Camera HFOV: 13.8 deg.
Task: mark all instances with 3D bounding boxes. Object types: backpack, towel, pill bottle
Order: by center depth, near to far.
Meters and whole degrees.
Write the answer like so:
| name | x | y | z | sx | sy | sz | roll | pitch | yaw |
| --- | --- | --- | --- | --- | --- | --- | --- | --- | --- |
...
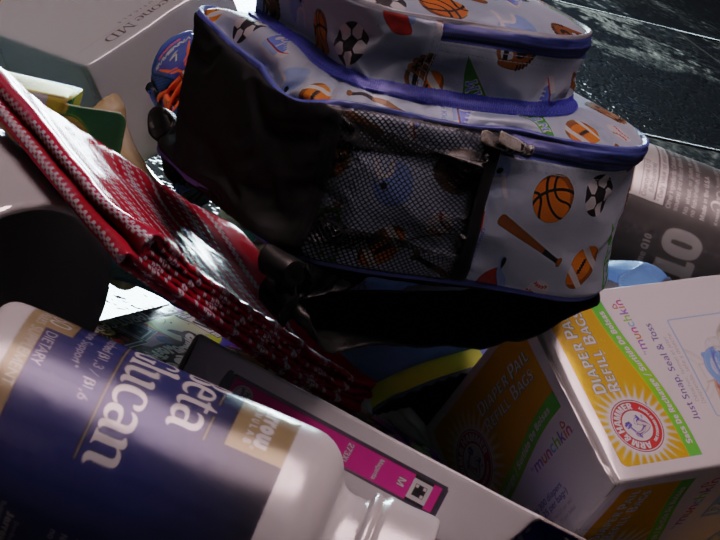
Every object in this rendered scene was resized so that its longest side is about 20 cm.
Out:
| name | x | y | z | sx | sy | sz | roll | pitch | yaw |
| --- | --- | --- | --- | --- | --- | --- | --- | --- | --- |
| pill bottle | -0.074 | 0.099 | 1.204 | 0.199 | 0.111 | 0.111 | 23 | 18 | 0 |
| towel | -0.080 | -0.014 | 1.299 | 0.145 | 0.022 | 0.200 | 47 | 6 | 37 |
| backpack | 0.026 | -0.058 | 1.305 | 0.190 | 0.155 | 0.200 | 16 | 17 | -27 |
| pill bottle | 0.162 | -0.026 | 1.844 | 0.199 | 0.113 | 0.113 | 19 | 18 | -9 |

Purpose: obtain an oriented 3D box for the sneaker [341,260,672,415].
| name | x | y | z | sx | sy | sz | roll | pitch | yaw |
| --- | --- | --- | --- | --- | --- | --- | --- | --- | --- |
| sneaker | 0.071 | 0.009 | 1.442 | 0.200 | 0.066 | 0.079 | -14 | 76 | -37 |

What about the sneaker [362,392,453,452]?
| name | x | y | z | sx | sy | sz | roll | pitch | yaw |
| --- | --- | --- | --- | --- | --- | --- | --- | --- | --- |
| sneaker | 0.093 | 0.087 | 1.491 | 0.199 | 0.075 | 0.087 | 11 | 6 | -9 |

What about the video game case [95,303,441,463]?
| name | x | y | z | sx | sy | sz | roll | pitch | yaw |
| --- | --- | --- | --- | --- | --- | --- | --- | --- | --- |
| video game case | -0.070 | 0.081 | 1.386 | 0.181 | 0.036 | 0.200 | 31 | 19 | 22 |

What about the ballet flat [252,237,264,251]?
| name | x | y | z | sx | sy | sz | roll | pitch | yaw |
| --- | --- | --- | --- | --- | --- | --- | --- | --- | --- |
| ballet flat | 0.000 | 0.000 | 1.491 | 0.074 | 0.074 | 0.200 | 29 | 12 | 18 |

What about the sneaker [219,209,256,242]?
| name | x | y | z | sx | sy | sz | roll | pitch | yaw |
| --- | --- | --- | --- | --- | --- | --- | --- | --- | --- |
| sneaker | -0.026 | -0.023 | 1.597 | 0.080 | 0.077 | 0.200 | 60 | -3 | 1 |

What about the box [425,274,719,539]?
| name | x | y | z | sx | sy | sz | roll | pitch | yaw |
| --- | --- | --- | --- | --- | --- | --- | --- | --- | --- |
| box | 0.150 | 0.075 | 1.402 | 0.199 | 0.113 | 0.102 | -6 | 58 | -35 |

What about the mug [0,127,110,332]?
| name | x | y | z | sx | sy | sz | roll | pitch | yaw |
| --- | --- | --- | --- | --- | --- | --- | --- | --- | --- |
| mug | -0.237 | -0.006 | 1.271 | 0.200 | 0.148 | 0.175 | -34 | 59 | -24 |

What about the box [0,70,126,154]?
| name | x | y | z | sx | sy | sz | roll | pitch | yaw |
| --- | --- | --- | --- | --- | --- | --- | --- | --- | --- |
| box | -0.212 | -0.044 | 1.385 | 0.199 | 0.118 | 0.048 | 14 | 12 | 4 |

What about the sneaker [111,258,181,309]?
| name | x | y | z | sx | sy | sz | roll | pitch | yaw |
| --- | --- | --- | --- | --- | --- | --- | --- | --- | --- |
| sneaker | -0.162 | -0.010 | 1.454 | 0.199 | 0.090 | 0.078 | 17 | -5 | 20 |

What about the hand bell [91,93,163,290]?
| name | x | y | z | sx | sy | sz | roll | pitch | yaw |
| --- | --- | --- | --- | --- | --- | --- | --- | --- | --- |
| hand bell | -0.080 | 0.010 | 1.542 | 0.200 | 0.104 | 0.104 | 37 | 19 | 3 |

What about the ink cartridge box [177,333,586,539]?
| name | x | y | z | sx | sy | sz | roll | pitch | yaw |
| --- | --- | --- | --- | --- | --- | --- | --- | --- | --- |
| ink cartridge box | 0.014 | 0.092 | 1.290 | 0.199 | 0.037 | 0.095 | 25 | -8 | 10 |

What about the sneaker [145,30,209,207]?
| name | x | y | z | sx | sy | sz | roll | pitch | yaw |
| --- | --- | --- | --- | --- | --- | --- | --- | --- | --- |
| sneaker | -0.079 | -0.084 | 1.521 | 0.078 | 0.075 | 0.200 | 48 | 4 | -2 |

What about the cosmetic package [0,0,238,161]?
| name | x | y | z | sx | sy | sz | roll | pitch | yaw |
| --- | --- | --- | --- | --- | --- | --- | --- | --- | --- |
| cosmetic package | -0.154 | -0.128 | 1.681 | 0.101 | 0.071 | 0.200 | -35 | 31 | -24 |
